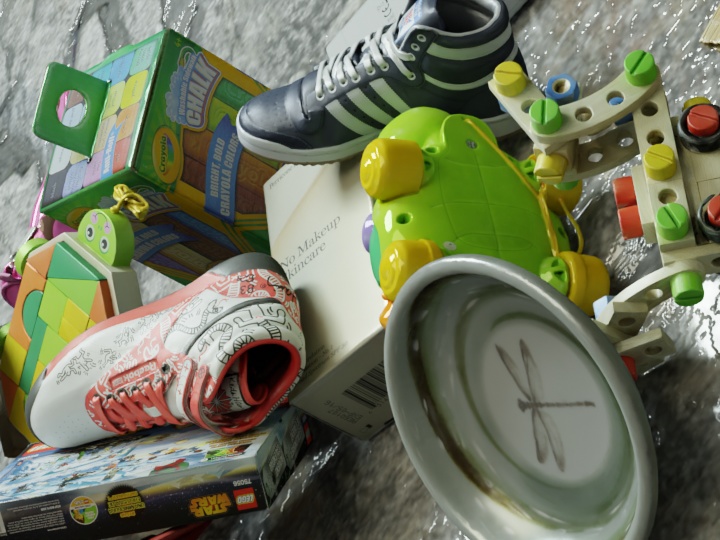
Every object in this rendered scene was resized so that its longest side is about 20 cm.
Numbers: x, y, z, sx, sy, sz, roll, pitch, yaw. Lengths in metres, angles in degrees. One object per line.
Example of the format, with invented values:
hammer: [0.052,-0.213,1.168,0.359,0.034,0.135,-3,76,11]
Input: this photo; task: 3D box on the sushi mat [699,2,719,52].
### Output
sushi mat: [0.277,-0.213,1.268,0.201,0.012,0.096,-62,31,-1]

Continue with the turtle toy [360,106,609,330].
turtle toy: [0.059,-0.025,1.318,0.101,0.145,0.201,120,147,-47]

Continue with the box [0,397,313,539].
box: [-0.141,0.132,1.391,0.199,0.040,0.137,-11,12,14]

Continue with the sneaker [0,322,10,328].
sneaker: [-0.209,0.068,1.677,0.116,0.076,0.200,-53,44,4]

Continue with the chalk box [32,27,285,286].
chalk box: [-0.146,-0.087,1.575,0.123,0.199,0.125,-18,52,46]

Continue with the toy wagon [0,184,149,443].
toy wagon: [-0.196,0.034,1.505,0.155,0.039,0.201,36,118,41]

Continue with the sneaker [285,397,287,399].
sneaker: [-0.113,0.084,1.498,0.199,0.080,0.071,-28,15,34]

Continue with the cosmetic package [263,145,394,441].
cosmetic package: [0.000,0.000,1.433,0.103,0.073,0.201,-40,40,28]

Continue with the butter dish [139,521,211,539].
butter dish: [-0.135,0.270,1.365,0.200,0.148,0.200,-48,-6,5]

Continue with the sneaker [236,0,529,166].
sneaker: [0.009,-0.133,1.398,0.199,0.109,0.070,-6,47,8]

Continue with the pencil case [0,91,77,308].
pencil case: [-0.235,-0.059,1.773,0.091,0.093,0.201,-17,53,47]

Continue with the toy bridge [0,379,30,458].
toy bridge: [-0.263,0.110,1.632,0.200,0.027,0.068,-45,53,37]

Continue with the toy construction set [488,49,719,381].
toy construction set: [0.151,-0.037,1.221,0.130,0.092,0.201,-11,71,7]

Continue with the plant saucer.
plant saucer: [0.098,0.077,1.198,0.050,0.201,0.200,-28,14,-35]

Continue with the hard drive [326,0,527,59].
hard drive: [0.059,-0.192,1.534,0.200,0.027,0.132,-48,35,22]

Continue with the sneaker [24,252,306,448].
sneaker: [-0.125,0.073,1.377,0.201,0.067,0.108,-31,35,5]
